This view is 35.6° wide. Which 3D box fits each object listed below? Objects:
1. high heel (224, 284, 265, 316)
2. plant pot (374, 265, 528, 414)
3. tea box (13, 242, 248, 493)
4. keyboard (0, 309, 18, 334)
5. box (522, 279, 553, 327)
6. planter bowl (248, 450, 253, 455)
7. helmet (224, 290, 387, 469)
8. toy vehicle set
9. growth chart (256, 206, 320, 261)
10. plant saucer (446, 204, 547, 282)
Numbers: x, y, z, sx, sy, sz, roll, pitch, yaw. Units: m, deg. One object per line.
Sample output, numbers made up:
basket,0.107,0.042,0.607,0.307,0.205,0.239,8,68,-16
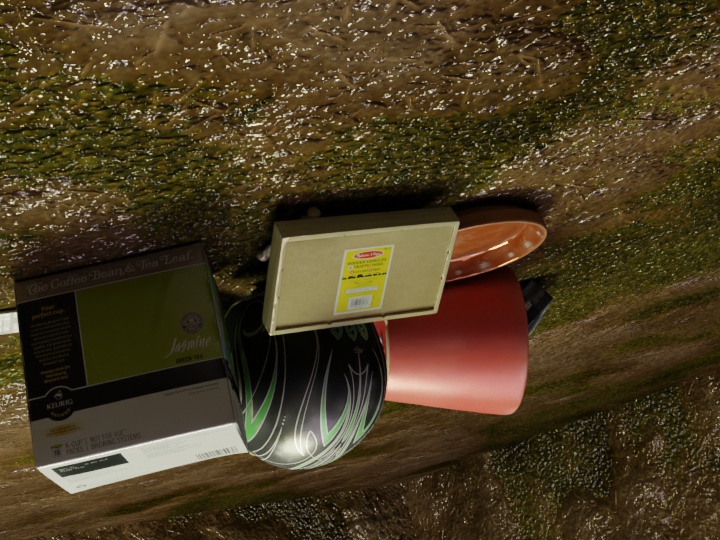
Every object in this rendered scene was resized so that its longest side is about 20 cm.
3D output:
high heel,-0.188,0.089,1.370,0.198,0.072,0.143,-20,159,-11
plant pot,0.107,0.094,1.459,0.175,0.203,0.201,-2,162,-10
tea box,-0.232,0.101,1.152,0.197,0.199,0.134,-11,160,-4
keyboard,-0.324,0.049,1.245,0.197,0.011,0.056,-7,162,-22
box,0.208,0.109,1.685,0.161,0.049,0.200,-47,169,-13
planter bowl,-0.121,0.199,1.686,0.198,0.136,0.200,-13,164,-4
helmet,-0.063,0.125,1.266,0.197,0.193,0.200,-7,167,-2
toy vehicle set,0.000,0.000,1.162,0.198,0.027,0.125,-6,129,-24
growth chart,-0.013,-0.014,1.219,0.198,0.018,0.144,14,152,-35
plant saucer,0.118,-0.031,1.307,0.198,0.033,0.201,-13,163,-4
